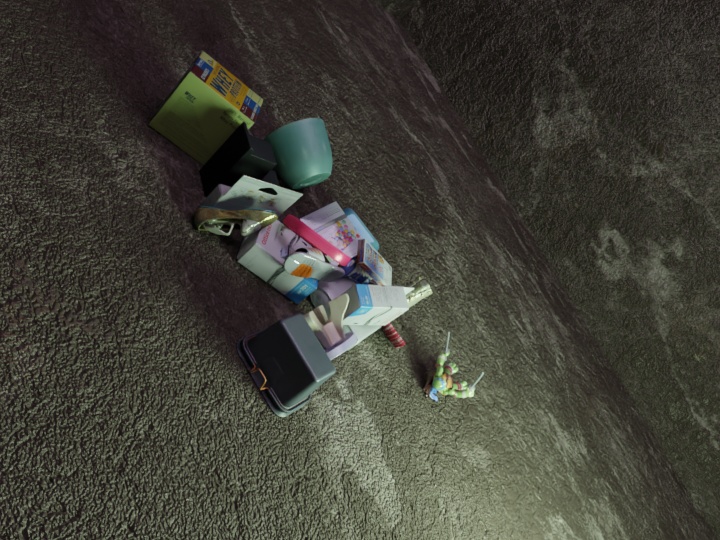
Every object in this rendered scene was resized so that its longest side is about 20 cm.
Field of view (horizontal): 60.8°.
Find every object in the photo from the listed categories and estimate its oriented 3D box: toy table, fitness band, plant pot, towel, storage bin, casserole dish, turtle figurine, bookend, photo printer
[{"bbox_3d":[-0.088,0.146,1.476,0.117,0.184,0.200,62,-5,0],"label":"toy table"},{"bbox_3d":[-0.111,-0.078,1.582,0.200,0.037,0.144,36,-2,-11],"label":"fitness band"},{"bbox_3d":[-0.176,-0.341,1.853,0.200,0.200,0.161,-16,84,-58],"label":"plant pot"},{"bbox_3d":[0.060,0.132,1.751,0.200,0.022,0.145,56,-8,5],"label":"towel"},{"bbox_3d":[-0.160,0.198,1.352,0.200,0.134,0.145,57,30,10],"label":"storage bin"},{"bbox_3d":[-0.003,-0.123,1.924,0.200,0.039,0.121,53,-6,-3],"label":"casserole dish"},{"bbox_3d":[0.287,0.304,1.809,0.144,0.200,0.194,27,-1,18],"label":"turtle figurine"},{"bbox_3d":[-0.279,-0.262,1.612,0.199,0.200,0.092,14,47,-46],"label":"bookend"},{"bbox_3d":[-0.042,0.102,1.675,0.200,0.069,0.166,56,30,6],"label":"photo printer"}]

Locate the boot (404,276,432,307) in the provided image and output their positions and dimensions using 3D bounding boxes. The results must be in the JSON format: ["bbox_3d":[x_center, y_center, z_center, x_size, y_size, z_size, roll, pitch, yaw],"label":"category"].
[{"bbox_3d":[0.131,0.075,1.797,0.072,0.155,0.200,61,7,10],"label":"boot"}]

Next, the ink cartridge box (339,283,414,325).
[{"bbox_3d":[0.043,0.092,1.599,0.200,0.116,0.067,4,61,-36],"label":"ink cartridge box"}]

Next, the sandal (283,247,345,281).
[{"bbox_3d":[-0.121,-0.020,1.535,0.207,0.079,0.059,21,42,-53],"label":"sandal"}]

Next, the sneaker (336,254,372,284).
[{"bbox_3d":[0.000,0.000,1.712,0.200,0.075,0.088,-26,92,-62],"label":"sneaker"}]

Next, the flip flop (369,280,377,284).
[{"bbox_3d":[0.010,-0.034,1.900,0.081,0.058,0.200,15,44,-52],"label":"flip flop"}]

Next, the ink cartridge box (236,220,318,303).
[{"bbox_3d":[-0.204,-0.032,1.586,0.200,0.086,0.147,39,33,-24],"label":"ink cartridge box"}]

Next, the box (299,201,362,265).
[{"bbox_3d":[-0.077,-0.091,1.815,0.156,0.041,0.200,-31,85,-38],"label":"box"}]

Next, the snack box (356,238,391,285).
[{"bbox_3d":[0.042,-0.014,1.715,0.200,0.024,0.072,44,45,-56],"label":"snack box"}]

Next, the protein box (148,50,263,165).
[{"bbox_3d":[-0.401,-0.415,1.606,0.198,0.200,0.135,36,34,-25],"label":"protein box"}]

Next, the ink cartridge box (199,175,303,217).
[{"bbox_3d":[-0.275,-0.180,1.555,0.200,0.174,0.044,12,48,-48],"label":"ink cartridge box"}]

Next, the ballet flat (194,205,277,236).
[{"bbox_3d":[-0.303,-0.115,1.492,0.200,0.071,0.071,4,46,-8],"label":"ballet flat"}]
